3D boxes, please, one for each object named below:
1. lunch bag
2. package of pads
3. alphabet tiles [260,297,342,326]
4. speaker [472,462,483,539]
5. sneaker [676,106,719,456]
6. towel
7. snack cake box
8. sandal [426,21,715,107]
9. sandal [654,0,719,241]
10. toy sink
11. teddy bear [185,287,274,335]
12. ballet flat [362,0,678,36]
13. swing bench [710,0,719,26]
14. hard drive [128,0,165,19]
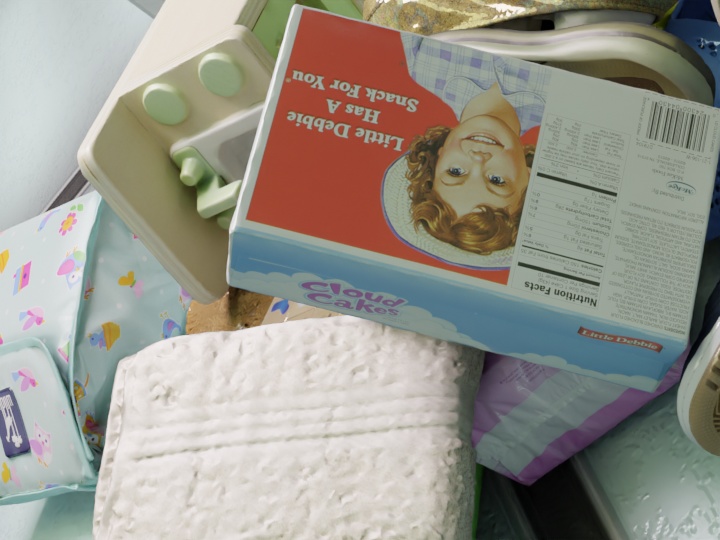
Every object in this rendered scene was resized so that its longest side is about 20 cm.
[{"bbox_3d":[-0.204,0.063,1.400,0.170,0.121,0.202,-17,55,48],"label":"lunch bag"},{"bbox_3d":[0.101,-0.003,1.017,0.120,0.075,0.201,-37,32,32],"label":"package of pads"},{"bbox_3d":[0.000,0.000,1.092,0.200,0.006,0.167,-24,35,55],"label":"alphabet tiles"},{"bbox_3d":[0.016,0.141,0.984,0.088,0.088,0.201,-31,36,39],"label":"speaker"},{"bbox_3d":[0.184,-0.012,0.895,0.201,0.070,0.108,-54,31,-9],"label":"sneaker"},{"bbox_3d":[-0.035,0.088,0.965,0.198,0.035,0.134,-7,58,22],"label":"towel"},{"bbox_3d":[0.050,-0.031,0.881,0.067,0.198,0.116,104,-179,-68],"label":"snack cake box"},{"bbox_3d":[0.077,-0.075,0.963,0.200,0.080,0.058,-3,59,48],"label":"sandal"},{"bbox_3d":[0.183,-0.105,0.997,0.087,0.079,0.201,-18,47,46],"label":"sandal"},{"bbox_3d":[-0.063,-0.101,1.226,0.111,0.131,0.201,-22,30,36],"label":"toy sink"},{"bbox_3d":[-0.018,0.026,1.209,0.199,0.067,0.146,-32,45,28],"label":"teddy bear"},{"bbox_3d":[0.090,-0.124,1.008,0.198,0.071,0.071,-6,53,32],"label":"ballet flat"},{"bbox_3d":[0.210,-0.157,0.839,0.200,0.198,0.131,-101,10,-55],"label":"swing bench"},{"bbox_3d":[-0.061,-0.177,1.331,0.131,0.199,0.026,-30,36,40],"label":"hard drive"}]
